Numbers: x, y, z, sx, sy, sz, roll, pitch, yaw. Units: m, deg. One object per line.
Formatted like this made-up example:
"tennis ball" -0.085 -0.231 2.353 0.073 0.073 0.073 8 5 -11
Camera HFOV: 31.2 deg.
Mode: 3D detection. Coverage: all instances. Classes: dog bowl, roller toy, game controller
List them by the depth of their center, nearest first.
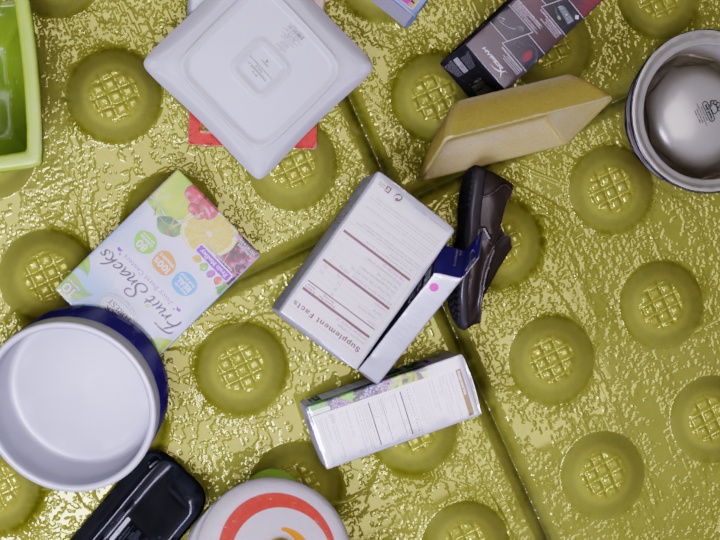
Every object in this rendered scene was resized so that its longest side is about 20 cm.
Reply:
"dog bowl" -0.321 0.144 1.464 0.199 0.079 0.201 1 104 4
"roller toy" -0.106 0.336 1.471 0.182 0.140 0.201 -26 79 -27
"game controller" -0.271 0.310 1.509 0.104 0.042 0.200 39 85 15
"dog bowl" 0.418 -0.194 1.607 0.199 0.074 0.201 0 90 -9

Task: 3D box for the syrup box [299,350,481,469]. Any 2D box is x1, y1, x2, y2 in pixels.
"syrup box" 0.036 0.165 1.548 0.199 0.079 0.082 -19 93 -8

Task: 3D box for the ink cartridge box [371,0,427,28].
"ink cartridge box" 0.065 -0.416 1.550 0.136 0.076 0.200 37 84 -8

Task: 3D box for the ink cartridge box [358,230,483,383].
"ink cartridge box" 0.071 0.036 1.506 0.037 0.095 0.200 37 111 -7

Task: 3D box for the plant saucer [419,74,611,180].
"plant saucer" 0.170 -0.172 1.509 0.199 0.200 0.049 -15 82 -9

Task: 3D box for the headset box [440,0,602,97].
"headset box" 0.202 -0.296 1.533 0.200 0.149 0.075 -43 96 -6

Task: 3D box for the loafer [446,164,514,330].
"loafer" 0.152 -0.025 1.566 0.071 0.073 0.201 8 91 -10

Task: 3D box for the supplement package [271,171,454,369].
"supplement package" 0.000 0.000 1.521 0.117 0.117 0.200 36 86 -7

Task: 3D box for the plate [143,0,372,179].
"plate" -0.117 -0.239 1.510 0.200 0.032 0.200 -44 106 5

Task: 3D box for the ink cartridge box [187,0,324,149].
"ink cartridge box" -0.126 -0.249 1.534 0.161 0.050 0.201 1 87 -8

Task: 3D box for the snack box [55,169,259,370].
"snack box" -0.236 0.001 1.517 0.200 0.053 0.142 -44 96 -5

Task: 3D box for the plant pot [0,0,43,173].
"plant pot" -0.447 -0.198 1.418 0.198 0.181 0.201 -5 91 -9
